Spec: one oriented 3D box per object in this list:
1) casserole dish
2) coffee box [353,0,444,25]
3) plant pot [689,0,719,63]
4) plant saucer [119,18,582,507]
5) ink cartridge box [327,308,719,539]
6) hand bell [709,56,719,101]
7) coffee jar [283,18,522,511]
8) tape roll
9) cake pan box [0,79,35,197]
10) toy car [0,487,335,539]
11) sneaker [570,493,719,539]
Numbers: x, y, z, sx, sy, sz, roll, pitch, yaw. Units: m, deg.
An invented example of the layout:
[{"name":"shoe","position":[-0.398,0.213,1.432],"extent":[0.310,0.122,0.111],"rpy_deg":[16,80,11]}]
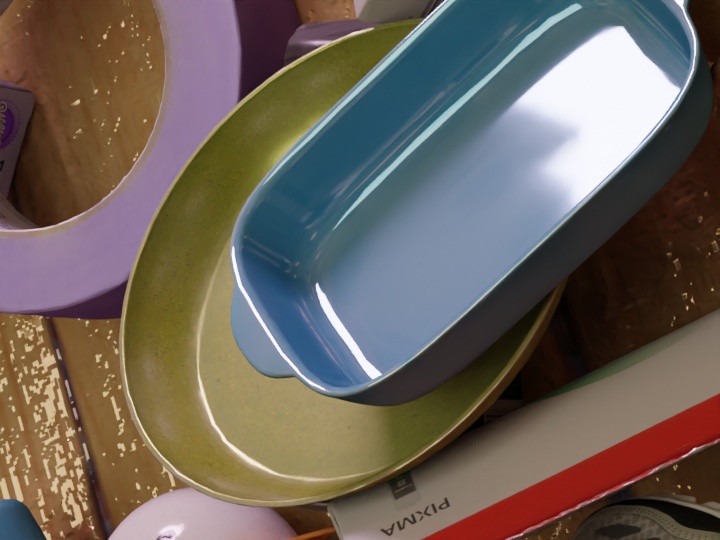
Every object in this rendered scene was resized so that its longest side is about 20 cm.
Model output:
[{"name":"casserole dish","position":[0.041,-0.032,0.858],"extent":[0.200,0.039,0.121],"rpy_deg":[-44,44,8]},{"name":"coffee box","position":[0.057,-0.189,0.911],"extent":[0.200,0.080,0.113],"rpy_deg":[123,143,-54]},{"name":"plant pot","position":[0.173,-0.155,0.883],"extent":[0.200,0.027,0.200],"rpy_deg":[-24,40,21]},{"name":"plant saucer","position":[0.000,0.000,0.918],"extent":[0.200,0.031,0.201],"rpy_deg":[-20,52,27]},{"name":"ink cartridge box","position":[0.065,0.063,0.856],"extent":[0.161,0.200,0.050],"rpy_deg":[-26,81,1]},{"name":"hand bell","position":[0.171,0.029,0.815],"extent":[0.104,0.104,0.201],"rpy_deg":[-10,76,34]},{"name":"coffee jar","position":[0.016,-0.003,1.012],"extent":[0.104,0.085,0.201],"rpy_deg":[0,86,34]},{"name":"tape roll","position":[-0.129,-0.080,1.089],"extent":[0.199,0.085,0.201],"rpy_deg":[-1,86,18]},{"name":"cake pan box","position":[-0.259,-0.025,1.227],"extent":[0.184,0.052,0.201],"rpy_deg":[21,97,32]},{"name":"toy car","position":[-0.091,0.151,1.032],"extent":[0.200,0.177,0.185],"rpy_deg":[-37,77,18]},{"name":"sneaker","position":[0.109,0.138,0.764],"extent":[0.200,0.087,0.074],"rpy_deg":[50,136,45]}]
